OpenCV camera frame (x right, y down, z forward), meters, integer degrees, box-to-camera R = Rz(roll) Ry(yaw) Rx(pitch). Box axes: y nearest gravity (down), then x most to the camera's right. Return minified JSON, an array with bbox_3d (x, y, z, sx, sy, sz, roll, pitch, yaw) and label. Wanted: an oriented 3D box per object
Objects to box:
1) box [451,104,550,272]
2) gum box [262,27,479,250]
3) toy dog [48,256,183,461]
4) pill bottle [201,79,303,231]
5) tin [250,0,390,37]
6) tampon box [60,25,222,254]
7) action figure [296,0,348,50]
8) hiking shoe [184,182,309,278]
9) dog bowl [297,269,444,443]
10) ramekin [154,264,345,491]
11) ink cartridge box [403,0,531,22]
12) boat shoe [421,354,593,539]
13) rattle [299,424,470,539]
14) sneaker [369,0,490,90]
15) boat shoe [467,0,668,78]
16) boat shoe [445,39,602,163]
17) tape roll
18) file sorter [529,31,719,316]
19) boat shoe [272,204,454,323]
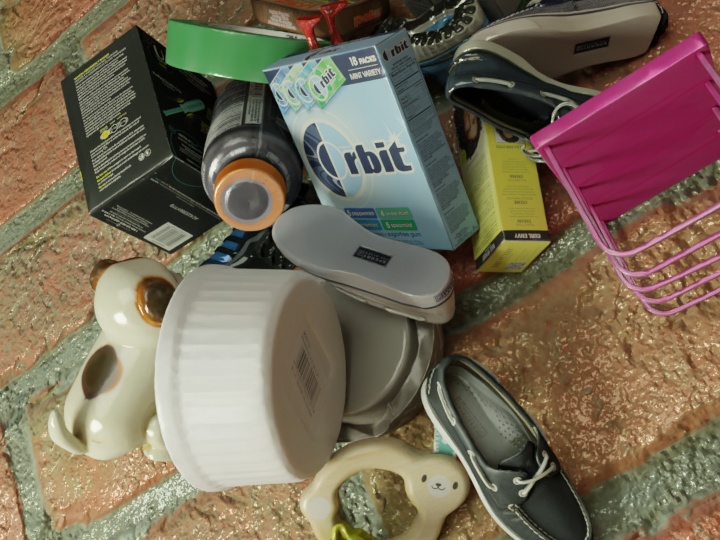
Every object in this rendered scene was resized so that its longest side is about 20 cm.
[{"bbox_3d":[0.132,-0.103,0.851,0.050,0.075,0.201,0,66,-14],"label":"box"},{"bbox_3d":[0.008,-0.117,0.843,0.045,0.201,0.169,-37,26,-32],"label":"gum box"},{"bbox_3d":[-0.238,0.083,0.920,0.139,0.193,0.201,25,109,42],"label":"toy dog"},{"bbox_3d":[-0.113,-0.123,0.938,0.106,0.106,0.200,-31,31,17],"label":"pill bottle"},{"bbox_3d":[-0.050,-0.309,1.011,0.112,0.042,0.200,-26,36,-28],"label":"tin"},{"bbox_3d":[-0.244,-0.151,1.045,0.126,0.150,0.201,-30,60,17],"label":"tampon box"},{"bbox_3d":[0.011,-0.168,0.893,0.099,0.201,0.065,10,38,43],"label":"action figure"},{"bbox_3d":[-0.127,-0.013,0.990,0.200,0.074,0.087,-31,34,21],"label":"hiking shoe"},{"bbox_3d":[-0.007,0.077,0.882,0.199,0.059,0.201,-11,67,27],"label":"dog bowl"},{"bbox_3d":[-0.086,0.092,0.775,0.097,0.200,0.202,-4,71,20],"label":"ramekin"},{"bbox_3d":[0.088,-0.324,0.882,0.146,0.200,0.084,26,86,34],"label":"ink cartridge box"},{"bbox_3d":[0.125,0.158,0.742,0.076,0.060,0.200,-39,76,-21],"label":"boat shoe"},{"bbox_3d":[0.041,0.197,0.757,0.199,0.143,0.131,-28,81,9],"label":"rattle"},{"bbox_3d":[0.067,-0.218,0.931,0.200,0.090,0.079,1,61,52],"label":"sneaker"},{"bbox_3d":[0.184,-0.242,0.845,0.199,0.075,0.093,-10,57,-11],"label":"boat shoe"},{"bbox_3d":[0.169,-0.138,0.793,0.075,0.199,0.062,-46,21,55],"label":"boat shoe"},{"bbox_3d":[-0.112,-0.240,0.970,0.200,0.200,0.048,20,111,33],"label":"tape roll"},{"bbox_3d":[0.249,-0.058,0.699,0.139,0.200,0.126,-31,63,17],"label":"file sorter"},{"bbox_3d":[0.000,0.000,0.830,0.200,0.065,0.074,27,63,32],"label":"boat shoe"}]
